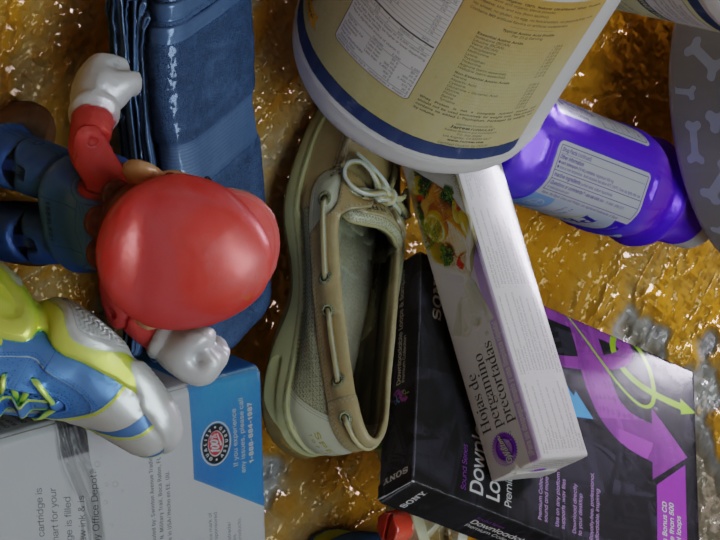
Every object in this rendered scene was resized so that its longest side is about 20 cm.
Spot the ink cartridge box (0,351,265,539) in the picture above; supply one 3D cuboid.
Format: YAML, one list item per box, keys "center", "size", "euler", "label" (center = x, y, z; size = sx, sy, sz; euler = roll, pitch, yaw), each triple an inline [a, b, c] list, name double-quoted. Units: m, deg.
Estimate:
- center: [-0.150, 0.127, 1.412]
  size: [0.200, 0.084, 0.146]
  euler: [-14, 113, -37]
  label: "ink cartridge box"

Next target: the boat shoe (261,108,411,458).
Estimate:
- center: [-0.002, 0.000, 1.484]
  size: [0.073, 0.063, 0.201]
  euler: [32, 62, -43]
  label: "boat shoe"

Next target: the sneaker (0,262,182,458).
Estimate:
- center: [-0.184, 0.045, 1.325]
  size: [0.200, 0.076, 0.105]
  euler: [38, 75, 2]
  label: "sneaker"

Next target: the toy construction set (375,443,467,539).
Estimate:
- center: [0.066, 0.106, 1.577]
  size: [0.200, 0.092, 0.132]
  euler: [-10, 96, -52]
  label: "toy construction set"

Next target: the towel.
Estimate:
- center: [-0.087, -0.059, 1.420]
  size: [0.112, 0.048, 0.201]
  euler: [-43, 133, -61]
  label: "towel"

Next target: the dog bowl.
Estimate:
- center: [0.240, -0.091, 1.645]
  size: [0.200, 0.059, 0.201]
  euler: [15, 72, -58]
  label: "dog bowl"

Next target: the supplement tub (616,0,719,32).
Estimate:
- center: [0.165, -0.205, 1.501]
  size: [0.145, 0.200, 0.145]
  euler: [-13, 111, -37]
  label: "supplement tub"

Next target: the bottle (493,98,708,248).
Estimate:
- center: [0.128, -0.056, 1.591]
  size: [0.200, 0.083, 0.065]
  euler: [17, 91, -45]
  label: "bottle"

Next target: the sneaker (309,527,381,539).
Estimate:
- center: [0.055, 0.192, 1.606]
  size: [0.200, 0.078, 0.066]
  euler: [15, 91, -43]
  label: "sneaker"

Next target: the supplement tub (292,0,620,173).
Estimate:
- center: [0.062, -0.160, 1.410]
  size: [0.144, 0.145, 0.200]
  euler: [-15, 151, -36]
  label: "supplement tub"

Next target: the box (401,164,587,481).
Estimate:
- center: [0.067, 0.010, 1.481]
  size: [0.041, 0.039, 0.201]
  euler: [-3, 71, -45]
  label: "box"

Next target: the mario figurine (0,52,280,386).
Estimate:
- center: [-0.101, -0.024, 1.332]
  size: [0.106, 0.200, 0.124]
  euler: [-51, 129, -15]
  label: "mario figurine"

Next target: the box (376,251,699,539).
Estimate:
- center: [0.099, 0.088, 1.525]
  size: [0.200, 0.036, 0.143]
  euler: [22, 53, -28]
  label: "box"
